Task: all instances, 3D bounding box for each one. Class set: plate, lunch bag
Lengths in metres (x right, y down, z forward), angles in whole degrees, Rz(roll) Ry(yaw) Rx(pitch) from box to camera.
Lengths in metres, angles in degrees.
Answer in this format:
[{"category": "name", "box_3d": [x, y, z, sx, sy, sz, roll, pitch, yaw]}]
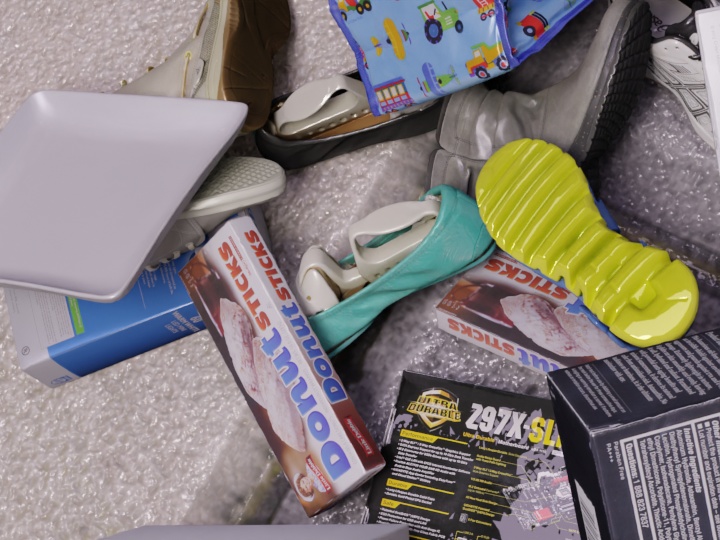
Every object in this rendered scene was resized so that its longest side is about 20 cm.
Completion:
[{"category": "plate", "box_3d": [-0.198, -0.050, 1.323, 0.199, 0.032, 0.200, 6, 48, 29]}, {"category": "lunch bag", "box_3d": [0.105, -0.197, 1.326, 0.150, 0.199, 0.095, -14, 101, 49]}]

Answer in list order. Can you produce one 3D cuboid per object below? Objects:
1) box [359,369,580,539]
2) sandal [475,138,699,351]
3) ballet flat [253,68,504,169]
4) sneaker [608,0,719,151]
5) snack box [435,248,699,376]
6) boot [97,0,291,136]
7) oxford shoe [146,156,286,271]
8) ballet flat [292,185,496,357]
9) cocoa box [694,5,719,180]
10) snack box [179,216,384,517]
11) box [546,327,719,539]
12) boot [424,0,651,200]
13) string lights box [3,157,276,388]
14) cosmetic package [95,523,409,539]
[{"category": "box", "box_3d": [0.103, 0.166, 1.274, 0.199, 0.049, 0.161, 10, 72, 21]}, {"category": "sandal", "box_3d": [0.152, -0.009, 1.255, 0.079, 0.087, 0.200, -42, 59, 2]}, {"category": "ballet flat", "box_3d": [0.011, -0.128, 1.399, 0.199, 0.068, 0.068, -22, 65, 9]}, {"category": "sneaker", "box_3d": [0.247, -0.144, 1.319, 0.200, 0.088, 0.076, 39, 84, 24]}, {"category": "snack box", "box_3d": [0.152, 0.046, 1.290, 0.199, 0.024, 0.072, 24, 54, 30]}, {"category": "boot", "box_3d": [-0.135, -0.154, 1.449, 0.154, 0.072, 0.201, -26, 37, 30]}, {"category": "oxford shoe", "box_3d": [-0.146, -0.033, 1.360, 0.199, 0.058, 0.075, -19, 24, 2]}, {"category": "ballet flat", "box_3d": [0.000, 0.000, 1.332, 0.199, 0.070, 0.068, -32, 28, 17]}, {"category": "cocoa box", "box_3d": [0.299, -0.084, 1.218, 0.132, 0.131, 0.202, -9, 96, 14]}, {"category": "snack box", "box_3d": [-0.057, 0.066, 1.305, 0.072, 0.024, 0.201, -41, 72, 40]}, {"category": "box", "box_3d": [0.235, 0.144, 1.129, 0.197, 0.123, 0.201, -14, 106, -3]}, {"category": "boot", "box_3d": [0.118, -0.114, 1.325, 0.130, 0.068, 0.201, 27, 110, 23]}, {"category": "string lights box", "box_3d": [-0.166, 0.003, 1.414, 0.199, 0.059, 0.103, -21, 66, 10]}, {"category": "cosmetic package", "box_3d": [-0.072, 0.270, 1.223, 0.198, 0.123, 0.202, -2, 91, 18]}]
